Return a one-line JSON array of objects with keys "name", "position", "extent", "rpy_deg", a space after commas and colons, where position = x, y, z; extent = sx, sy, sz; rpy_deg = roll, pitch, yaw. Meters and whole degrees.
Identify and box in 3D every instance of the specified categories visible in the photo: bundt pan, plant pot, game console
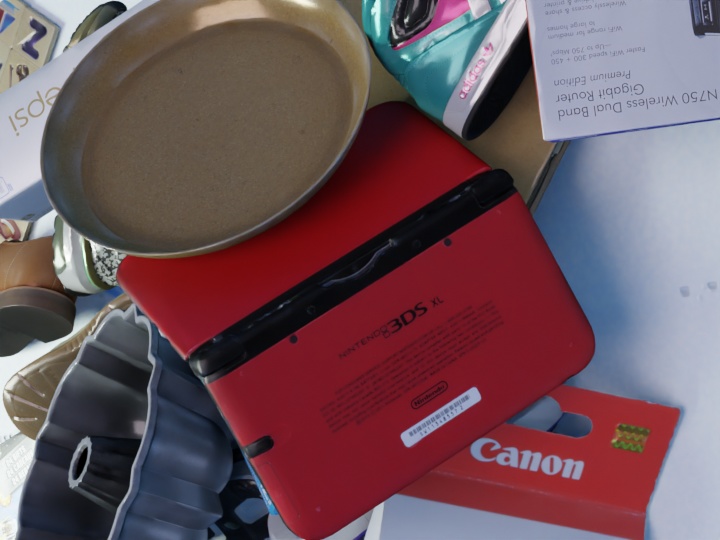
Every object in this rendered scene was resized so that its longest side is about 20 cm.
[{"name": "bundt pan", "position": [-0.138, 0.128, 1.223], "extent": [0.202, 0.075, 0.203], "rpy_deg": [-46, 32, 41]}, {"name": "plant pot", "position": [-0.085, -0.084, 1.133], "extent": [0.199, 0.028, 0.201], "rpy_deg": [-11, 52, 14]}, {"name": "game console", "position": [-0.003, 0.022, 1.102], "extent": [0.173, 0.200, 0.119], "rpy_deg": [60, 166, -9]}]

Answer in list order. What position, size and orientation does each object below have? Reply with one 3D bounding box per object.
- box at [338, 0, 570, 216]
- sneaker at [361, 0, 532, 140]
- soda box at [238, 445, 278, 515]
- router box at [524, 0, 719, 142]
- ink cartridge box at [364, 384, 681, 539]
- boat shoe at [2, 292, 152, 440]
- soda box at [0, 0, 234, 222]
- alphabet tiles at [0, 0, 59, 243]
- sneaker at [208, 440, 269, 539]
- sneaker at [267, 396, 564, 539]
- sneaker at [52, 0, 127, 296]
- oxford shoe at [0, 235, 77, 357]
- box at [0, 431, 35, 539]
[{"name": "box", "position": [0.031, -0.104, 1.173], "extent": [0.199, 0.021, 0.164], "rpy_deg": [28, 95, 24]}, {"name": "sneaker", "position": [0.066, -0.187, 1.117], "extent": [0.120, 0.084, 0.201], "rpy_deg": [33, 95, 15]}, {"name": "soda box", "position": [-0.056, 0.033, 1.149], "extent": [0.201, 0.068, 0.064], "rpy_deg": [62, 154, 24]}, {"name": "router box", "position": [0.181, -0.167, 1.024], "extent": [0.199, 0.049, 0.181], "rpy_deg": [-8, 91, 9]}, {"name": "ink cartridge box", "position": [0.084, 0.161, 1.130], "extent": [0.161, 0.050, 0.201], "rpy_deg": [12, 111, -10]}, {"name": "boat shoe", "position": [-0.150, 0.048, 1.328], "extent": [0.199, 0.063, 0.074], "rpy_deg": [-24, 101, 25]}, {"name": "soda box", "position": [-0.156, -0.106, 1.251], "extent": [0.199, 0.068, 0.064], "rpy_deg": [-30, 78, 16]}, {"name": "alphabet tiles", "position": [-0.281, -0.108, 1.451], "extent": [0.166, 0.006, 0.201], "rpy_deg": [35, 114, 28]}, {"name": "sneaker", "position": [-0.076, 0.120, 1.300], "extent": [0.200, 0.075, 0.116], "rpy_deg": [-34, 33, 56]}, {"name": "sneaker", "position": [0.054, 0.154, 1.202], "extent": [0.199, 0.147, 0.081], "rpy_deg": [-31, 34, -1]}, {"name": "sneaker", "position": [-0.149, -0.077, 1.327], "extent": [0.088, 0.077, 0.201], "rpy_deg": [8, 106, 23]}, {"name": "oxford shoe", "position": [-0.260, 0.017, 1.423], "extent": [0.199, 0.071, 0.072], "rpy_deg": [-12, 59, 43]}, {"name": "box", "position": [-0.245, 0.198, 1.440], "extent": [0.200, 0.040, 0.137], "rpy_deg": [-31, 78, 35]}]
